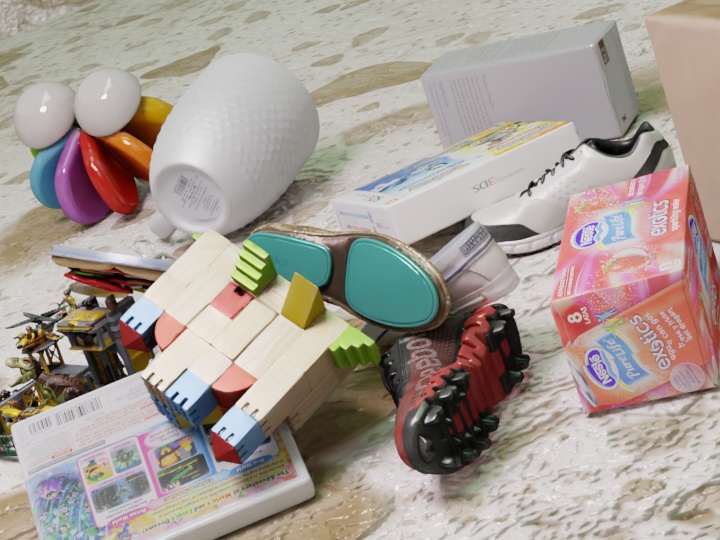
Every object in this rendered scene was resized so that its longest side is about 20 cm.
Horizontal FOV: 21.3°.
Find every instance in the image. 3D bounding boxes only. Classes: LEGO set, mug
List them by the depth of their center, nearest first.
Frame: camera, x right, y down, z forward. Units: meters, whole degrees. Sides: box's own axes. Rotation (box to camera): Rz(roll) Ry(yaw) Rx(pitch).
[{"bbox_3d":[-0.265,0.083,1.620,0.153,0.117,0.199,-31,21,-33],"label":"LEGO set"},{"bbox_3d":[-0.154,-0.106,2.005,0.200,0.147,0.176,-43,10,40],"label":"mug"}]

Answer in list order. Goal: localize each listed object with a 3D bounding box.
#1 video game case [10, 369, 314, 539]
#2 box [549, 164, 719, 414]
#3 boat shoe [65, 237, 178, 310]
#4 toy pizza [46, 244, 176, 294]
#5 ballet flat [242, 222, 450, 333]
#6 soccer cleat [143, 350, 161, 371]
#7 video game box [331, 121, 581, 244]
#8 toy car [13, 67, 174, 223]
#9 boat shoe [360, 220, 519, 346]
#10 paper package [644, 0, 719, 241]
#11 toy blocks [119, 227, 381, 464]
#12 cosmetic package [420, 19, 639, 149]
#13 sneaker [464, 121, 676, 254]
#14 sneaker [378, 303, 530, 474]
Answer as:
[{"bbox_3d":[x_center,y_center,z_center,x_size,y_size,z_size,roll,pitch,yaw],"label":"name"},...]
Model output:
[{"bbox_3d":[-0.151,0.141,1.429,0.198,0.024,0.183,-22,40,-6],"label":"video game case"},{"bbox_3d":[0.204,0.010,1.408,0.102,0.095,0.200,-14,21,18],"label":"box"},{"bbox_3d":[-0.193,0.014,1.781,0.200,0.087,0.075,-6,24,34],"label":"boat shoe"},{"bbox_3d":[-0.163,0.008,1.599,0.198,0.032,0.200,9,-1,0],"label":"toy pizza"},{"bbox_3d":[0.000,0.000,1.456,0.199,0.071,0.065,18,12,36],"label":"ballet flat"},{"bbox_3d":[-0.155,0.096,1.537,0.199,0.086,0.068,-28,22,-22],"label":"soccer cleat"},{"bbox_3d":[0.088,-0.083,1.790,0.199,0.047,0.182,-25,13,-14],"label":"video game box"},{"bbox_3d":[-0.295,-0.126,2.177,0.198,0.175,0.151,-8,60,29],"label":"toy car"},{"bbox_3d":[0.065,0.029,1.512,0.071,0.070,0.200,-44,1,-34],"label":"boat shoe"},{"bbox_3d":[0.328,-0.116,1.467,0.103,0.202,0.190,-27,20,-21],"label":"paper package"},{"bbox_3d":[-0.101,0.063,1.421,0.199,0.100,0.137,34,69,30],"label":"toy blocks"},{"bbox_3d":[0.169,-0.177,1.913,0.198,0.102,0.074,-6,25,30],"label":"cosmetic package"},{"bbox_3d":[0.182,-0.073,1.669,0.198,0.081,0.074,-17,22,13],"label":"sneaker"},{"bbox_3d":[0.053,0.090,1.382,0.097,0.071,0.201,-10,20,24],"label":"sneaker"}]
